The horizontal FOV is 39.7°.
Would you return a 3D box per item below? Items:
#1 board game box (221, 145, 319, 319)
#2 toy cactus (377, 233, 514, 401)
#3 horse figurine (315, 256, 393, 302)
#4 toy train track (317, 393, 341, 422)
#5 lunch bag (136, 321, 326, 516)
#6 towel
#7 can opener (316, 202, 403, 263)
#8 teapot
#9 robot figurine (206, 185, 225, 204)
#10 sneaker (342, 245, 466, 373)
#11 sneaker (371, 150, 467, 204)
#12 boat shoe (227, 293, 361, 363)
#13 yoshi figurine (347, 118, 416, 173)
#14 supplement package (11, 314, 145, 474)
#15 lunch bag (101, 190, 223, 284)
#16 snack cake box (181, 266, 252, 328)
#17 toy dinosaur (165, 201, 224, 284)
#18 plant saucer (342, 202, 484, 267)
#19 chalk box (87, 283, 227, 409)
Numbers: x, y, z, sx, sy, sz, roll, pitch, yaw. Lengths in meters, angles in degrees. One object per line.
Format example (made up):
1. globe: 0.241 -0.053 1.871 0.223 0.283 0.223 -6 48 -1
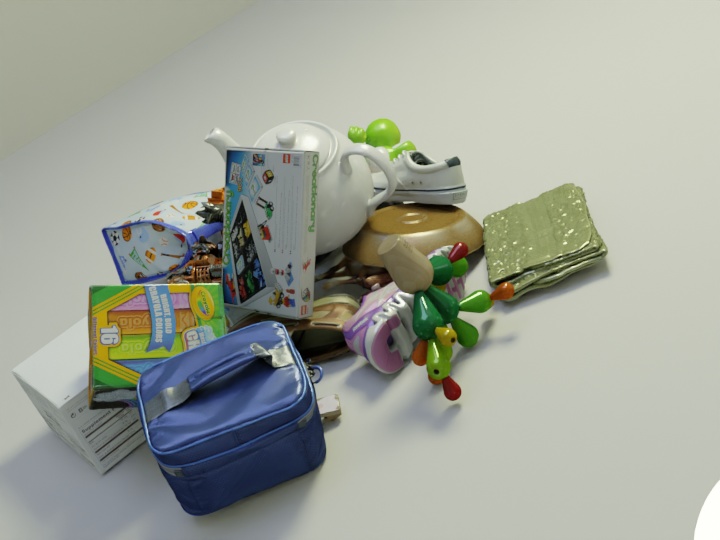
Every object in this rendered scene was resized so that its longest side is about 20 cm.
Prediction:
1. board game box: -0.113 -0.049 1.229 0.125 0.204 0.034 8 9 32
2. toy cactus: 0.085 0.028 1.095 0.101 0.165 0.201 -22 31 40
3. horse figurine: 0.000 0.000 1.349 0.131 0.051 0.200 -24 19 -16
4. toy train track: -0.116 0.184 1.134 0.197 0.033 0.116 -16 45 1
5. lunch bag: -0.130 0.148 1.056 0.198 0.133 0.137 -23 46 -6
6. towel: 0.223 -0.038 1.241 0.146 0.037 0.201 -21 27 12
7. can opener: -0.030 -0.066 1.487 0.198 0.064 0.079 -30 13 -6
8. teapot: -0.075 -0.125 1.302 0.198 0.147 0.198 -25 49 -9
9. robot figurine: -0.145 -0.111 1.534 0.143 0.059 0.200 12 20 19
10. sneaker: 0.050 0.038 1.205 0.088 0.081 0.200 6 41 47
11. sneaker: 0.068 -0.135 1.409 0.198 0.072 0.073 6 13 39
12. boat shoe: -0.089 0.088 1.248 0.197 0.076 0.074 -20 29 14
13. yoshi figurine: -0.007 -0.187 1.648 0.197 0.113 0.113 -19 20 6
14. supplement package: -0.341 0.150 1.317 0.155 0.112 0.199 -38 29 -24
15. lunch bag: -0.285 -0.056 1.614 0.198 0.125 0.170 -11 16 38
16. snack cake box: -0.172 0.018 1.459 0.114 0.068 0.200 -34 27 -15
17. toy dinosaur: -0.171 -0.017 1.374 0.197 0.103 0.136 -3 36 -21
18. plant saucer: 0.071 -0.055 1.341 0.197 0.036 0.201 -6 20 2
19. chalk box: -0.221 0.089 1.185 0.197 0.126 0.125 -1 -18 -18
